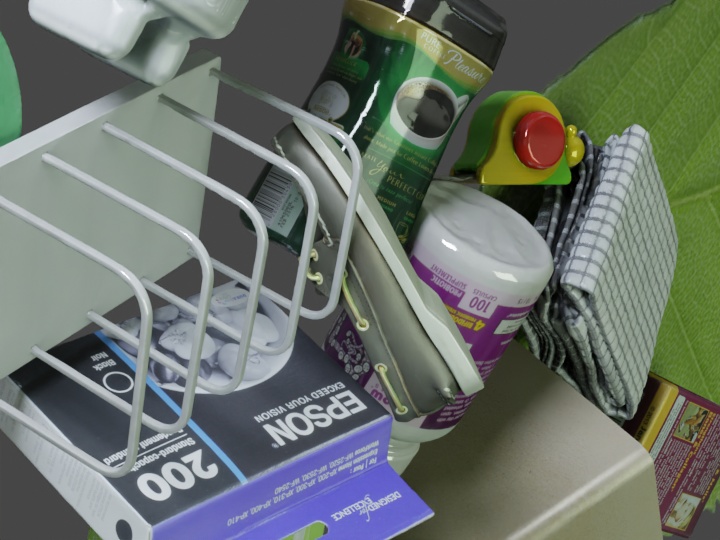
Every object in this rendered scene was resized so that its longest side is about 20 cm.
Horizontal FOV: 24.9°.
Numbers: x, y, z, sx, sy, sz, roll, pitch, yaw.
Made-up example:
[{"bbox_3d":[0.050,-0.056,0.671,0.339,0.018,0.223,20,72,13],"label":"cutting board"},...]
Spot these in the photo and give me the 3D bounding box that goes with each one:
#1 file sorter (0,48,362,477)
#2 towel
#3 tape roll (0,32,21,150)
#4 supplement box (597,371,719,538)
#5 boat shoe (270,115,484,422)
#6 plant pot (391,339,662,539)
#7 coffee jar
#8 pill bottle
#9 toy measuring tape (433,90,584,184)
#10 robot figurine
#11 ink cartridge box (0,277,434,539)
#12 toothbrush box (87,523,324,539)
[{"bbox_3d":[-0.105,-0.005,0.870,0.200,0.124,0.139,-37,147,-48],"label":"file sorter"},{"bbox_3d":[0.182,0.003,1.285,0.166,0.086,0.200,-69,150,-26],"label":"towel"},{"bbox_3d":[-0.254,-0.057,0.767,0.200,0.048,0.201,-30,134,-38],"label":"tape roll"},{"bbox_3d":[0.254,0.157,1.494,0.200,0.103,0.131,26,92,-54],"label":"supplement box"},{"bbox_3d":[0.000,0.001,0.964,0.060,0.072,0.202,-30,106,7],"label":"boat shoe"},{"bbox_3d":[0.101,0.195,1.270,0.177,0.200,0.200,-33,137,-17],"label":"plant pot"},{"bbox_3d":[0.010,-0.095,1.035,0.104,0.085,0.200,26,92,-40],"label":"coffee jar"},{"bbox_3d":[0.039,0.047,1.127,0.112,0.112,0.200,-6,133,-50],"label":"pill bottle"},{"bbox_3d":[0.082,-0.095,1.156,0.200,0.074,0.074,-2,115,-34],"label":"toy measuring tape"},{"bbox_3d":[-0.089,-0.197,0.824,0.200,0.113,0.170,-63,155,1],"label":"robot figurine"},{"bbox_3d":[-0.081,0.100,0.956,0.198,0.200,0.043,-21,144,-43],"label":"ink cartridge box"},{"bbox_3d":[-0.100,0.173,1.078,0.146,0.086,0.200,-16,125,-47],"label":"toothbrush box"}]
